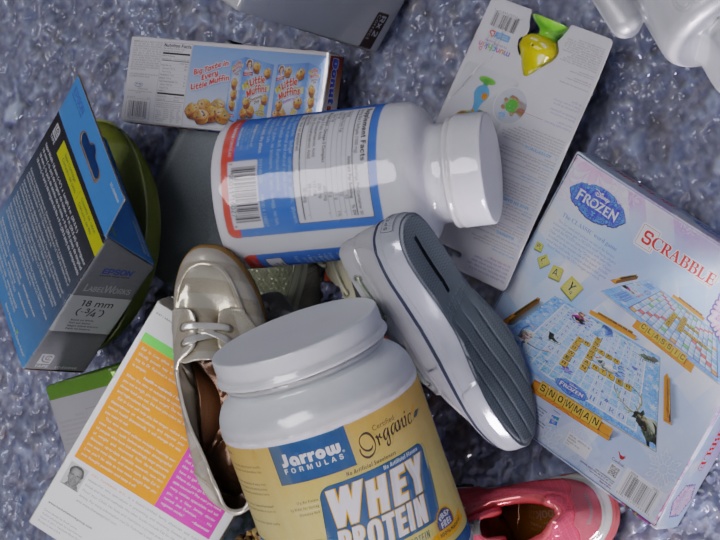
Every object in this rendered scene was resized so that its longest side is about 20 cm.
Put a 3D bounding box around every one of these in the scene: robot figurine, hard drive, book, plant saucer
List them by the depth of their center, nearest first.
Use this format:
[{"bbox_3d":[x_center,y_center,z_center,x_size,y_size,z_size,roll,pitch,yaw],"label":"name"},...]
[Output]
[{"bbox_3d":[0.236,-0.224,1.508,0.169,0.113,0.200,-24,70,-12],"label":"robot figurine"},{"bbox_3d":[-0.143,0.140,1.617,0.133,0.048,0.200,32,98,5],"label":"book"},{"bbox_3d":[-0.101,-0.067,1.756,0.139,0.033,0.201,35,105,29],"label":"hard drive"},{"bbox_3d":[-0.219,-0.026,1.799,0.200,0.031,0.201,-13,73,52],"label":"plant saucer"}]

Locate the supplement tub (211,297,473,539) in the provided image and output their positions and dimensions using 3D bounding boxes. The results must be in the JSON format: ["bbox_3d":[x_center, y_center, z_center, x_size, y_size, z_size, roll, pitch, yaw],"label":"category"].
[{"bbox_3d":[-0.014,0.134,1.503,0.144,0.145,0.201,-12,104,31],"label":"supplement tub"}]

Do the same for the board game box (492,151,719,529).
[{"bbox_3d":[0.193,0.049,1.557,0.200,0.041,0.200,36,106,29],"label":"board game box"}]

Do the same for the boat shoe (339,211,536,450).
[{"bbox_3d":[0.057,0.046,1.545,0.067,0.074,0.200,-17,110,36],"label":"boat shoe"}]

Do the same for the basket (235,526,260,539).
[{"bbox_3d":[-0.054,0.297,1.634,0.149,0.143,0.201,-30,71,26],"label":"basket"}]

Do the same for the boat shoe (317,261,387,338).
[{"bbox_3d":[0.000,0.000,1.667,0.062,0.071,0.201,-29,78,22],"label":"boat shoe"}]

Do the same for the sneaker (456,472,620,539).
[{"bbox_3d":[0.087,0.187,1.587,0.200,0.087,0.074,-18,76,30],"label":"sneaker"}]

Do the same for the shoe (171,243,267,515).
[{"bbox_3d":[-0.098,0.081,1.559,0.070,0.053,0.201,-6,98,5],"label":"shoe"}]

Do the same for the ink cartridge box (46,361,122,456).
[{"bbox_3d":[-0.168,0.171,1.724,0.148,0.076,0.201,-16,91,61],"label":"ink cartridge box"}]

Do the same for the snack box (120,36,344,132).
[{"bbox_3d":[-0.106,-0.146,1.731,0.199,0.024,0.072,8,90,32],"label":"snack box"}]

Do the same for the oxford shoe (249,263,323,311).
[{"bbox_3d":[-0.057,0.027,1.700,0.075,0.058,0.201,2,95,47],"label":"oxford shoe"}]

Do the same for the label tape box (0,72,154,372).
[{"bbox_3d":[-0.224,-0.035,1.728,0.200,0.063,0.145,-53,46,35],"label":"label tape box"}]

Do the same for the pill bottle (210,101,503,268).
[{"bbox_3d":[0.000,-0.064,1.576,0.199,0.112,0.113,-5,84,14],"label":"pill bottle"}]

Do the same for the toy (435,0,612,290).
[{"bbox_3d":[0.112,-0.094,1.617,0.115,0.047,0.201,26,97,34],"label":"toy"}]

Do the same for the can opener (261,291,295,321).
[{"bbox_3d":[-0.029,0.105,1.650,0.067,0.053,0.200,-35,94,36],"label":"can opener"}]

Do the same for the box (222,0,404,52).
[{"bbox_3d":[-0.033,-0.294,1.632,0.131,0.200,0.199,38,106,29],"label":"box"}]
